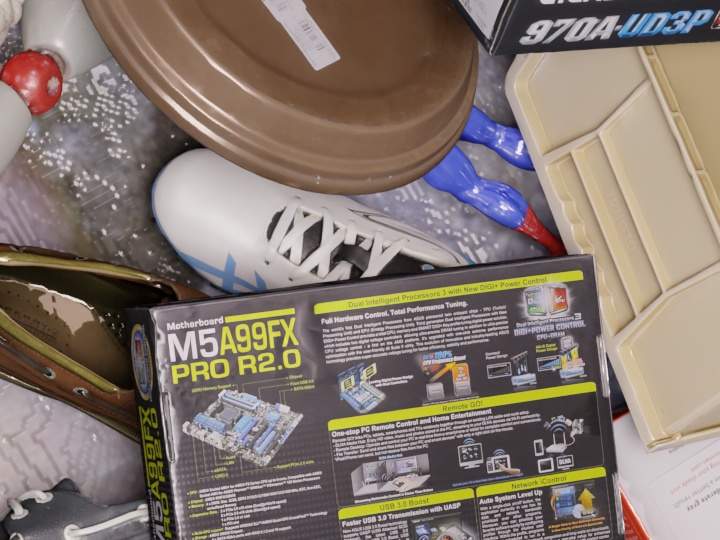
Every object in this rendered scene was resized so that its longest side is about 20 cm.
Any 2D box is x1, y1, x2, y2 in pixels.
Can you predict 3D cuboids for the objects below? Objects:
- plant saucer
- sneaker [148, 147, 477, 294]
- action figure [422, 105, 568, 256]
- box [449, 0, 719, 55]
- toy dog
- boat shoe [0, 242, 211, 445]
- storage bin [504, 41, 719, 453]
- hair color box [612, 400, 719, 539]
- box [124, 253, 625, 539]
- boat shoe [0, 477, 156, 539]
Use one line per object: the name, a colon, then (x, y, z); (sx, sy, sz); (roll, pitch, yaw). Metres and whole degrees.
plant saucer: (-0.029, -0.124, 0.949); (0.200, 0.029, 0.200); (19, 52, -27)
sneaker: (0.000, 0.000, 1.017); (0.200, 0.072, 0.072); (29, 70, -9)
action figure: (0.014, -0.065, 1.045); (0.200, 0.099, 0.065); (35, 68, -31)
box: (0.105, -0.163, 0.974); (0.200, 0.046, 0.159); (-7, 48, -31)
toy dog: (-0.147, -0.114, 0.980); (0.200, 0.096, 0.132); (-34, 132, -47)
boat shoe: (-0.088, 0.040, 0.986); (0.200, 0.068, 0.072); (15, 75, -14)
storage bin: (0.193, -0.041, 1.027); (0.200, 0.094, 0.199); (-8, 69, -33)
hair color box: (0.184, 0.142, 1.051); (0.101, 0.061, 0.200); (-29, 88, -19)
box: (0.010, 0.082, 0.952); (0.200, 0.044, 0.160); (-8, 91, -20)
boat shoe: (-0.121, 0.118, 0.964); (0.200, 0.076, 0.060); (-2, 81, -29)
